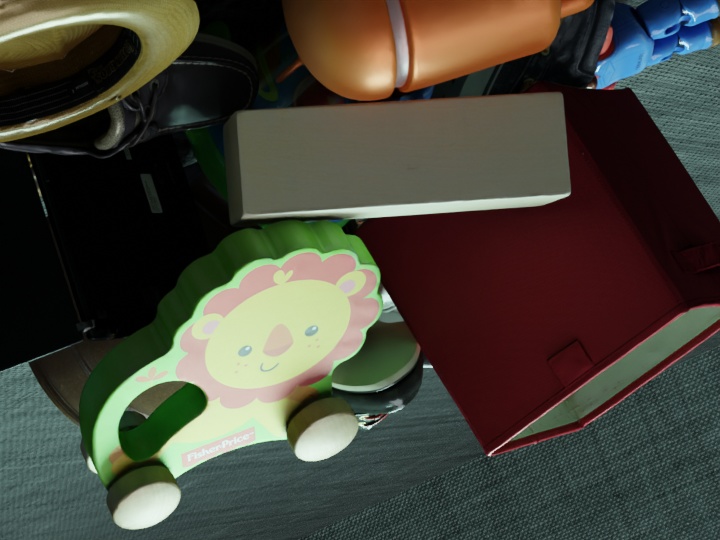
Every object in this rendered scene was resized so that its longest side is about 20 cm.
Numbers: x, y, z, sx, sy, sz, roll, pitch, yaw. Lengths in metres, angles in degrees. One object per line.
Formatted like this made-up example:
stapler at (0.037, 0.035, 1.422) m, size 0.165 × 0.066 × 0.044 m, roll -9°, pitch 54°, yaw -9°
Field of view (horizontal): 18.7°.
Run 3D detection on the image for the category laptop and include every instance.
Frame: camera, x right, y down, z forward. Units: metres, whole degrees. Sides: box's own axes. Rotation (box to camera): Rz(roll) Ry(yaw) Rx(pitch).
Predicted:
laptop at (-0.203, -0.022, 1.370) m, size 0.103 × 0.178 × 0.199 m, roll -29°, pitch 164°, yaw 38°

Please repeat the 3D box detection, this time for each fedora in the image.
fedora at (-0.183, -0.134, 1.162) m, size 0.199 × 0.082 × 0.201 m, roll -19°, pitch 168°, yaw -4°

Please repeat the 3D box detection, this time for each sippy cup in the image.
sippy cup at (-0.024, -0.110, 1.417) m, size 0.130 × 0.140 × 0.177 m, roll -42°, pitch 170°, yaw 34°

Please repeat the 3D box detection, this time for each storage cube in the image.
storage cube at (0.134, -0.003, 1.477) m, size 0.200 × 0.181 × 0.171 m, roll -37°, pitch 166°, yaw 25°

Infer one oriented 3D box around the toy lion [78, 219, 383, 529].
toy lion at (-0.080, 0.054, 1.351) m, size 0.199 × 0.069 × 0.192 m, roll -21°, pitch 142°, yaw -14°

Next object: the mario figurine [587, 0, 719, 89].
mario figurine at (0.163, -0.175, 1.584) m, size 0.199 × 0.124 × 0.106 m, roll -25°, pitch -150°, yaw -15°

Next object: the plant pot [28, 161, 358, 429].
plant pot at (-0.110, 0.012, 1.528) m, size 0.199 × 0.202 × 0.198 m, roll -10°, pitch 173°, yaw -36°

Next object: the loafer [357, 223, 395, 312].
loafer at (0.000, 0.000, 1.634) m, size 0.069 × 0.071 × 0.200 m, roll 10°, pitch -173°, yaw -9°

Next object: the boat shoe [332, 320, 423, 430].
boat shoe at (0.007, 0.074, 1.520) m, size 0.073 × 0.063 × 0.201 m, roll -27°, pitch -170°, yaw -12°

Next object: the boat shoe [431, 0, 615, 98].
boat shoe at (0.100, -0.119, 1.499) m, size 0.090 × 0.071 × 0.201 m, roll 11°, pitch 130°, yaw -19°

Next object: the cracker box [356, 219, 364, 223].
cracker box at (-0.024, -0.077, 1.681) m, size 0.133 × 0.058 × 0.200 m, roll -15°, pitch 167°, yaw -24°

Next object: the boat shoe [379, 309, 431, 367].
boat shoe at (0.035, 0.048, 1.716) m, size 0.198 × 0.069 × 0.072 m, roll 4°, pitch 130°, yaw 11°

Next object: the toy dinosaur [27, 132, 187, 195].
toy dinosaur at (-0.217, -0.070, 1.466) m, size 0.199 × 0.061 × 0.106 m, roll -18°, pitch -168°, yaw 14°

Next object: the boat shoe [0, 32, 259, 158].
boat shoe at (-0.151, -0.099, 1.298) m, size 0.198 × 0.065 × 0.072 m, roll -1°, pitch 125°, yaw -21°

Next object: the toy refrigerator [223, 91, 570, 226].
toy refrigerator at (0.020, -0.070, 1.323) m, size 0.198 × 0.071 × 0.076 m, roll -5°, pitch 177°, yaw -9°

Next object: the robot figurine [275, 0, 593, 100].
robot figurine at (0.039, -0.169, 1.284) m, size 0.199 × 0.118 × 0.144 m, roll -18°, pitch -177°, yaw -12°
